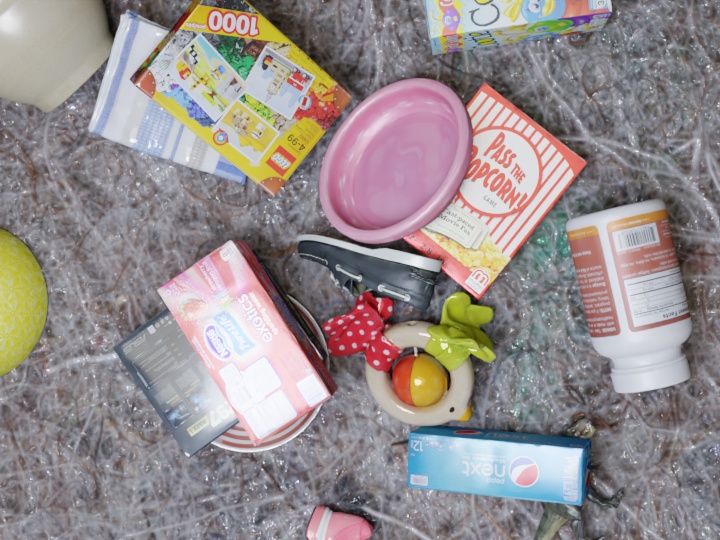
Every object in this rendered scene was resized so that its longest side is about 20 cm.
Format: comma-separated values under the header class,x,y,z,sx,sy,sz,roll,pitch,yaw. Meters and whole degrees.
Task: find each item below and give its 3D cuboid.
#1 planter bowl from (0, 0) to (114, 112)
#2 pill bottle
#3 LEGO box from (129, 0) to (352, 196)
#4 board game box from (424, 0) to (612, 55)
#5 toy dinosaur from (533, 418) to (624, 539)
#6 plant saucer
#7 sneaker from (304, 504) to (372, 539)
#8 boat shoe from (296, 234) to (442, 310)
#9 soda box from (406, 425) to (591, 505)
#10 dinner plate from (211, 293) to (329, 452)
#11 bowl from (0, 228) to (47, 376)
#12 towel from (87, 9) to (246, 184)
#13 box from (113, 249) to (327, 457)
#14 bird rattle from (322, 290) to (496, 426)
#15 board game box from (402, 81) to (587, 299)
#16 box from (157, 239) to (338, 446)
class,x,y,z,sx,sy,sz,roll,pitch,yaw
planter bowl,-0.369,-0.269,1.231,0.200,0.200,0.135,-41,113,5
pill bottle,0.303,0.029,1.189,0.112,0.112,0.201,-12,89,6
LEGO box,-0.135,-0.207,1.209,0.200,0.077,0.149,38,92,-22
board game box,0.172,-0.315,1.203,0.199,0.105,0.104,-7,90,7
toy dinosaur,0.248,0.272,1.231,0.088,0.047,0.201,23,94,15
plant saucer,0.045,-0.118,1.204,0.200,0.051,0.202,-19,56,31
sneaker,-0.028,0.379,1.245,0.086,0.074,0.201,6,91,4
boat shoe,0.000,0.000,1.205,0.199,0.075,0.061,12,89,43
soda box,0.157,0.218,1.206,0.199,0.068,0.065,3,92,19
dinner plate,-0.134,0.116,1.279,0.199,0.024,0.201,0,91,6
bowl,-0.489,0.039,1.274,0.199,0.108,0.201,0,90,6
towel,-0.204,-0.198,1.245,0.199,0.024,0.148,18,94,-20
box,-0.162,0.096,1.245,0.200,0.051,0.158,-36,87,4
bird rattle,0.058,0.105,1.223,0.199,0.113,0.164,-4,108,11
board game box,0.140,-0.091,1.237,0.151,0.046,0.200,38,94,4
box,-0.121,0.077,1.169,0.102,0.095,0.201,-34,88,3
